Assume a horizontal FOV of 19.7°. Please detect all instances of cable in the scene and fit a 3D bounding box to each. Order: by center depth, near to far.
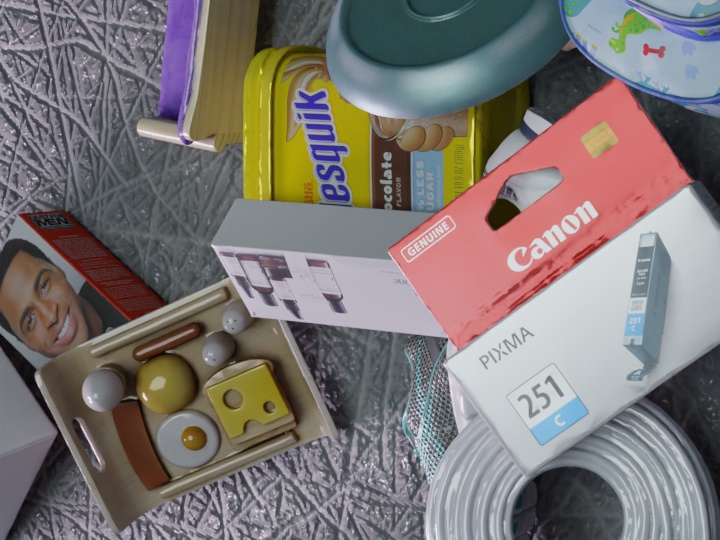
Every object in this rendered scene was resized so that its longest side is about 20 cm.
[{"bbox_3d":[0.141,0.172,1.390,0.199,0.069,0.201,-21,82,8],"label":"cable"}]

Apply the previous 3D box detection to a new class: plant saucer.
[{"bbox_3d":[0.063,-0.186,1.407,0.199,0.027,0.201,-16,45,17],"label":"plant saucer"}]

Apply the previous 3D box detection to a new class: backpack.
[{"bbox_3d":[0.218,-0.203,1.287,0.183,0.147,0.201,34,107,29],"label":"backpack"}]

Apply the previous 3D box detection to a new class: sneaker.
[{"bbox_3d":[0.170,-0.022,1.378,0.200,0.076,0.081,40,104,16],"label":"sneaker"},{"bbox_3d":[0.072,0.128,1.492,0.091,0.077,0.201,0,90,51],"label":"sneaker"}]

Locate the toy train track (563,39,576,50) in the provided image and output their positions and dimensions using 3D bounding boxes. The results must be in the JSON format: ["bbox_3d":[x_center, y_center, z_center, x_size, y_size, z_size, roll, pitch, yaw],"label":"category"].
[{"bbox_3d":[0.089,-0.179,1.447,0.200,0.115,0.033,25,146,45],"label":"toy train track"}]

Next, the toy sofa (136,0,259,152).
[{"bbox_3d":[-0.122,-0.195,1.576,0.083,0.097,0.201,14,103,34],"label":"toy sofa"}]

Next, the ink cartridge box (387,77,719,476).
[{"bbox_3d":[0.136,0.004,1.325,0.200,0.045,0.177,-37,85,17],"label":"ink cartridge box"}]

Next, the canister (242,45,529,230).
[{"bbox_3d":[0.019,-0.087,1.492,0.199,0.086,0.149,4,97,34],"label":"canister"}]

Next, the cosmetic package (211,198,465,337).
[{"bbox_3d":[0.000,0.000,1.456,0.199,0.083,0.051,5,53,31],"label":"cosmetic package"}]

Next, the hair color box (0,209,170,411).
[{"bbox_3d":[-0.217,0.049,1.690,0.200,0.061,0.102,40,116,27],"label":"hair color box"}]

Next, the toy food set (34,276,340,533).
[{"bbox_3d":[-0.131,0.100,1.579,0.199,0.060,0.144,-23,99,14],"label":"toy food set"}]

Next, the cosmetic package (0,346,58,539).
[{"bbox_3d":[-0.377,0.133,1.745,0.200,0.123,0.200,52,137,20],"label":"cosmetic package"}]
